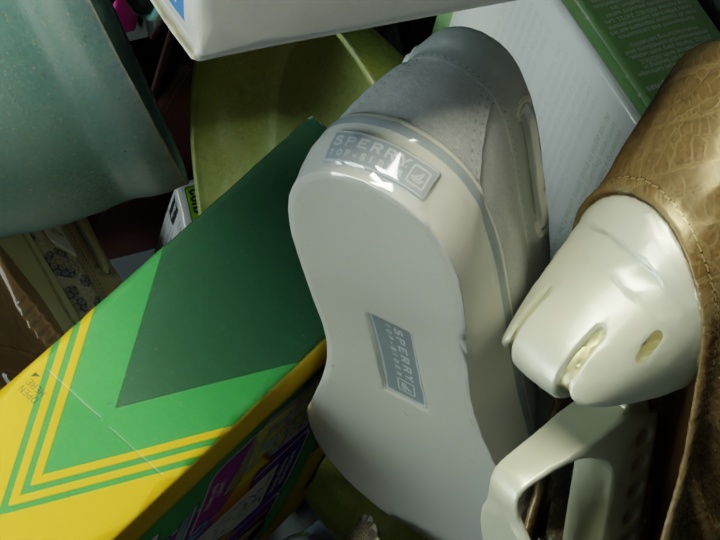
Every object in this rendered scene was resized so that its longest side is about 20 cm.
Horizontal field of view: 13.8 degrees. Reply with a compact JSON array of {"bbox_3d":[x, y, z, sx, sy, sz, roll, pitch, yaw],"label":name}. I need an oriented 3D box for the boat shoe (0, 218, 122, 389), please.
[{"bbox_3d":[-0.094,0.039,1.099,0.200,0.063,0.073,58,140,19],"label":"boat shoe"}]

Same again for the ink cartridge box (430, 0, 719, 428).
[{"bbox_3d":[0.081,0.001,0.867,0.200,0.048,0.146,59,153,27],"label":"ink cartridge box"}]

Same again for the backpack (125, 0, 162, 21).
[{"bbox_3d":[-0.037,-0.181,0.887,0.176,0.153,0.200,109,151,-53],"label":"backpack"}]

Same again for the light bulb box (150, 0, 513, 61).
[{"bbox_3d":[0.031,-0.177,0.680,0.125,0.198,0.200,-125,32,-44],"label":"light bulb box"}]

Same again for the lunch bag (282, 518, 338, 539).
[{"bbox_3d":[-0.016,0.202,0.992,0.200,0.170,0.127,48,151,8],"label":"lunch bag"}]

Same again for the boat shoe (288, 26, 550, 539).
[{"bbox_3d":[0.024,0.009,0.803,0.072,0.069,0.200,24,153,26],"label":"boat shoe"}]

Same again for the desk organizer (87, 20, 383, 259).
[{"bbox_3d":[-0.066,-0.072,1.118,0.072,0.077,0.200,69,156,15],"label":"desk organizer"}]

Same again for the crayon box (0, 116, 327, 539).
[{"bbox_3d":[-0.073,0.068,0.897,0.058,0.173,0.200,42,150,10],"label":"crayon box"}]

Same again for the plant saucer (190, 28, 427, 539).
[{"bbox_3d":[0.000,0.000,0.955,0.200,0.031,0.200,48,146,48],"label":"plant saucer"}]

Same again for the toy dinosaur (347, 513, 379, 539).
[{"bbox_3d":[0.048,0.123,0.903,0.102,0.200,0.077,41,104,41],"label":"toy dinosaur"}]

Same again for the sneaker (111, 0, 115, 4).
[{"bbox_3d":[-0.106,-0.171,1.080,0.075,0.079,0.200,-109,37,-58],"label":"sneaker"}]

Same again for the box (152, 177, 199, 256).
[{"bbox_3d":[-0.051,0.038,1.143,0.200,0.035,0.110,124,133,-75],"label":"box"}]

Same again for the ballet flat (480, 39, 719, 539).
[{"bbox_3d":[0.066,0.037,0.770,0.068,0.072,0.200,43,135,39],"label":"ballet flat"}]

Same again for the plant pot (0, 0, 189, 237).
[{"bbox_3d":[-0.157,-0.089,0.956,0.200,0.134,0.200,64,179,2],"label":"plant pot"}]

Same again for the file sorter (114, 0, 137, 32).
[{"bbox_3d":[-0.159,-0.199,1.193,0.139,0.125,0.200,63,154,28],"label":"file sorter"}]
